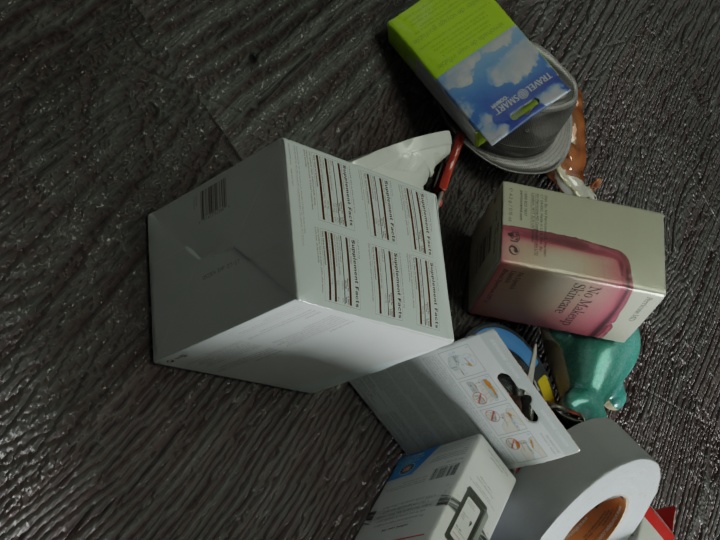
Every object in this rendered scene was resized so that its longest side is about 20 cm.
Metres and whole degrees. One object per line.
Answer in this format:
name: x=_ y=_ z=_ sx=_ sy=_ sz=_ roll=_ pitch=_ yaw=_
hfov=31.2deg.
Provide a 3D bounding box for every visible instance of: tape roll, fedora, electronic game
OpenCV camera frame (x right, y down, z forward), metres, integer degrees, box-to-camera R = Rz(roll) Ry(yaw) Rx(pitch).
tape roll: x=0.219 y=0.251 z=1.344 sx=0.199 sy=0.202 sz=0.066 roll=5 pitch=32 yaw=-47
fedora: x=0.192 y=-0.215 z=1.566 sx=0.197 sy=0.090 sz=0.179 roll=20 pitch=65 yaw=-15
electronic game: x=0.164 y=0.157 z=1.455 sx=0.199 sy=0.041 sz=0.203 roll=23 pitch=57 yaw=-42

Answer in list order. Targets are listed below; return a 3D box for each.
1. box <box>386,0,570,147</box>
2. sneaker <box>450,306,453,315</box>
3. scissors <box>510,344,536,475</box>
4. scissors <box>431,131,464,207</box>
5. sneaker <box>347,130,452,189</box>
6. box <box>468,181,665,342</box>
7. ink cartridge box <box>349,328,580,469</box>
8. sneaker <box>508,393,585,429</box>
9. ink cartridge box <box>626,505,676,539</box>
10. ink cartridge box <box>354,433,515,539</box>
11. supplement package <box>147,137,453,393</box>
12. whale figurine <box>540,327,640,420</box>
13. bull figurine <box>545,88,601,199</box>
box: x=0.135 y=-0.239 z=1.491 sx=0.201 sy=0.121 sz=0.048 roll=53 pitch=-9 yaw=18
sneaker: x=0.000 y=0.000 z=1.304 sx=0.200 sy=0.093 sz=0.070 roll=46 pitch=4 yaw=-11
scissors: x=0.171 y=0.174 z=1.406 sx=0.072 sy=0.014 sz=0.203 roll=15 pitch=72 yaw=-40
scissors: x=0.087 y=-0.077 z=1.449 sx=0.014 sy=0.073 sz=0.202 roll=22 pitch=49 yaw=-5
sneaker: x=0.043 y=-0.080 z=1.410 sx=0.199 sy=0.073 sz=0.117 roll=-26 pitch=97 yaw=-44
box: x=0.234 y=-0.007 z=1.477 sx=0.197 sy=0.128 sz=0.110 roll=11 pitch=59 yaw=-8
ink cartridge box: x=0.103 y=0.127 z=1.274 sx=0.161 sy=0.198 sz=0.047 roll=53 pitch=44 yaw=-18
sneaker: x=0.211 y=0.182 z=1.368 sx=0.199 sy=0.081 sz=0.078 roll=24 pitch=65 yaw=-39
ink cartridge box: x=0.279 y=0.335 z=1.447 sx=0.067 sy=0.115 sz=0.201 roll=48 pitch=43 yaw=-24
ink cartridge box: x=0.058 y=0.257 z=1.230 sx=0.068 sy=0.115 sz=0.201 roll=52 pitch=42 yaw=-16
supplement package: x=-0.054 y=0.005 z=1.156 sx=0.198 sy=0.190 sz=0.149 roll=16 pitch=61 yaw=-45
whale figurine: x=0.282 y=0.108 z=1.548 sx=0.159 sy=0.103 sz=0.201 roll=47 pitch=32 yaw=-24
bull figurine: x=0.263 y=-0.171 z=1.694 sx=0.121 sy=0.064 sz=0.203 roll=33 pitch=46 yaw=-52
